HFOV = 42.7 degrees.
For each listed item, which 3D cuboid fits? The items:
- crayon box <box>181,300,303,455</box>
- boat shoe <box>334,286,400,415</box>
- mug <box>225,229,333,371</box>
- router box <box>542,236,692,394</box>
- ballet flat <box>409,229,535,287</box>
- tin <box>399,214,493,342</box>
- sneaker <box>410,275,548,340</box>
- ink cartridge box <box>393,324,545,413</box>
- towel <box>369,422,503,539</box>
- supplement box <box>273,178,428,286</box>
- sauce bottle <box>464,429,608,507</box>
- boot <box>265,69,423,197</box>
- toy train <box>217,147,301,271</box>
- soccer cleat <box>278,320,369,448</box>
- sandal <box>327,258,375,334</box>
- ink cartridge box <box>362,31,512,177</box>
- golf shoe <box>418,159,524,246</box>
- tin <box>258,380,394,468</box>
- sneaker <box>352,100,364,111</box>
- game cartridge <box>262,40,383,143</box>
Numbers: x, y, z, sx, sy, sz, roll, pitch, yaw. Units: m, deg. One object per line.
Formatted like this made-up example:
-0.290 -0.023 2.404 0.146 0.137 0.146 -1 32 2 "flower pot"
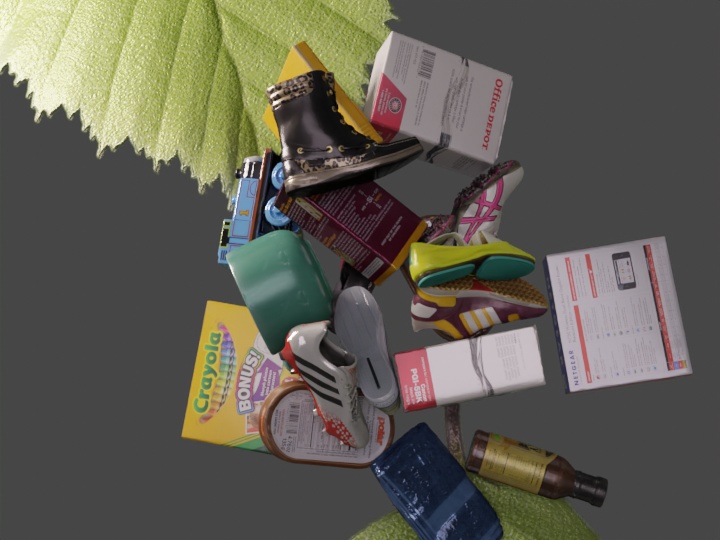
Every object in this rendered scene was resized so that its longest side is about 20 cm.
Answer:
-0.158 0.160 1.355 0.169 0.058 0.204 9 80 6 "crayon box"
0.009 0.115 1.308 0.071 0.062 0.202 -17 53 3 "boat shoe"
-0.101 0.033 1.284 0.113 0.186 0.153 -26 50 -5 "mug"
0.369 0.065 1.334 0.176 0.049 0.204 -8 79 3 "router box"
0.153 -0.022 1.268 0.196 0.067 0.068 -6 63 -26 "ballet flat"
0.128 0.012 1.371 0.111 0.042 0.202 -30 79 3 "tin"
0.168 0.056 1.312 0.196 0.075 0.092 8 117 -8 "sneaker"
0.150 0.141 1.288 0.196 0.147 0.085 -12 81 3 "ink cartridge box"
0.110 0.321 1.285 0.111 0.049 0.201 -38 91 -18 "towel"
-0.017 -0.080 1.299 0.199 0.110 0.086 38 71 -2 "supplement box"
0.248 0.283 1.299 0.196 0.065 0.066 18 82 6 "sauce bottle"
-0.025 -0.192 1.230 0.196 0.073 0.153 -17 82 -10 "boot"
-0.146 -0.085 1.387 0.112 0.087 0.204 6 80 12 "toy train"
-0.029 0.153 1.222 0.084 0.069 0.202 -23 110 23 "soccer cleat"
0.000 0.000 1.377 0.074 0.045 0.203 18 82 8 "sandal"
0.110 -0.242 1.359 0.196 0.084 0.148 17 76 -12 "ink cartridge box"
0.170 -0.073 1.337 0.200 0.073 0.092 -45 100 -2 "golf shoe"
-0.045 0.220 1.301 0.196 0.042 0.114 8 88 -19 "tin"
-0.016 -0.218 1.399 0.198 0.082 0.076 28 83 9 "sneaker"
-0.056 -0.207 1.361 0.032 0.177 0.201 -33 79 -33 "game cartridge"
